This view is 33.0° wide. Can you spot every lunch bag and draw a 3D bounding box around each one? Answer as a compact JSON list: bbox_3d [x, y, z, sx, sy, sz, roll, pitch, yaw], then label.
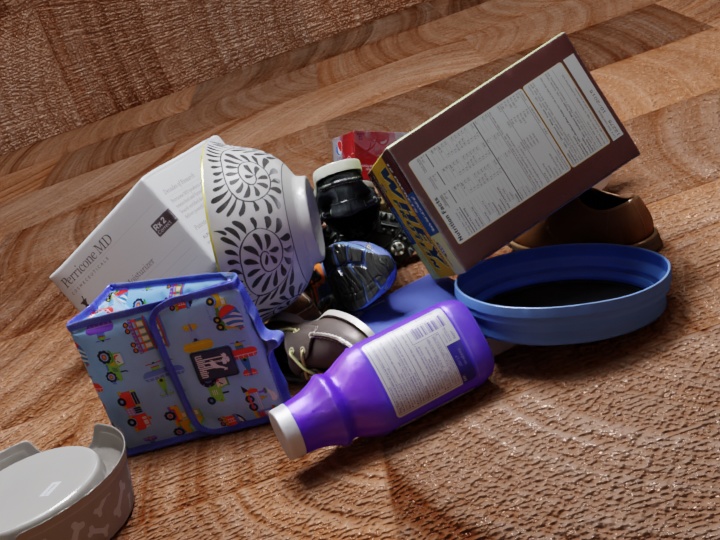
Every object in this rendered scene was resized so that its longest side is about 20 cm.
[{"bbox_3d":[-0.159,0.083,1.180,0.198,0.152,0.094,-11,21,25],"label":"lunch bag"}]

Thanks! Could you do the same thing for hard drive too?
[{"bbox_3d":[0.068,0.057,1.213,0.131,0.026,0.200,-26,20,-15],"label":"hard drive"}]

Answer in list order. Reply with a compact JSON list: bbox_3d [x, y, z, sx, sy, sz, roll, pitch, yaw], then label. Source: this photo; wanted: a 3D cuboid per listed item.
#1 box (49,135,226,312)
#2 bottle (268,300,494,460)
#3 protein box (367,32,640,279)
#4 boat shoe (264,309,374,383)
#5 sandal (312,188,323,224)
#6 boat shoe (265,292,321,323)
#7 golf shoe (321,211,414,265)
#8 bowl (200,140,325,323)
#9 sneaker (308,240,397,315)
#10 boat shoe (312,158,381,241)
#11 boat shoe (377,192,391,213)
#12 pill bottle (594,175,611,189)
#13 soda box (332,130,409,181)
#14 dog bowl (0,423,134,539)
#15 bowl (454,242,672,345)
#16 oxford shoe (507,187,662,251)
[{"bbox_3d":[-0.231,-0.032,1.465,0.199,0.131,0.200,-41,2,29],"label":"box"},{"bbox_3d":[0.017,0.100,1.060,0.198,0.084,0.065,-26,-12,-15],"label":"bottle"},{"bbox_3d":[0.131,-0.103,1.188,0.199,0.136,0.199,-33,1,-5],"label":"protein box"},{"bbox_3d":[-0.050,0.081,1.204,0.059,0.072,0.199,-38,21,-28],"label":"boat shoe"},{"bbox_3d":[-0.089,-0.055,1.410,0.074,0.045,0.201,0,33,15],"label":"sandal"},{"bbox_3d":[-0.112,0.031,1.394,0.075,0.072,0.199,-29,21,-25],"label":"boat shoe"},{"bbox_3d":[-0.019,-0.035,1.483,0.198,0.078,0.088,-11,12,21],"label":"golf shoe"},{"bbox_3d":[-0.091,-0.044,1.240,0.093,0.203,0.201,-13,20,5],"label":"bowl"},{"bbox_3d":[0.000,0.000,1.306,0.078,0.076,0.200,-22,2,-19],"label":"sneaker"},{"bbox_3d":[-0.011,-0.065,1.326,0.074,0.067,0.199,-16,-11,-4],"label":"boat shoe"},{"bbox_3d":[0.068,-0.077,1.506,0.064,0.074,0.200,-30,21,-14],"label":"boat shoe"},{"bbox_3d":[0.202,-0.133,1.465,0.199,0.112,0.111,3,29,47],"label":"pill bottle"},{"bbox_3d":[0.066,-0.142,1.567,0.198,0.064,0.070,-2,-2,-25],"label":"soda box"},{"bbox_3d":[-0.295,0.216,1.098,0.198,0.059,0.200,-18,20,7],"label":"dog bowl"},{"bbox_3d":[0.187,0.020,1.121,0.198,0.040,0.201,-8,16,2],"label":"bowl"},{"bbox_3d":[0.229,-0.057,1.296,0.199,0.072,0.071,0,29,48],"label":"oxford shoe"}]
